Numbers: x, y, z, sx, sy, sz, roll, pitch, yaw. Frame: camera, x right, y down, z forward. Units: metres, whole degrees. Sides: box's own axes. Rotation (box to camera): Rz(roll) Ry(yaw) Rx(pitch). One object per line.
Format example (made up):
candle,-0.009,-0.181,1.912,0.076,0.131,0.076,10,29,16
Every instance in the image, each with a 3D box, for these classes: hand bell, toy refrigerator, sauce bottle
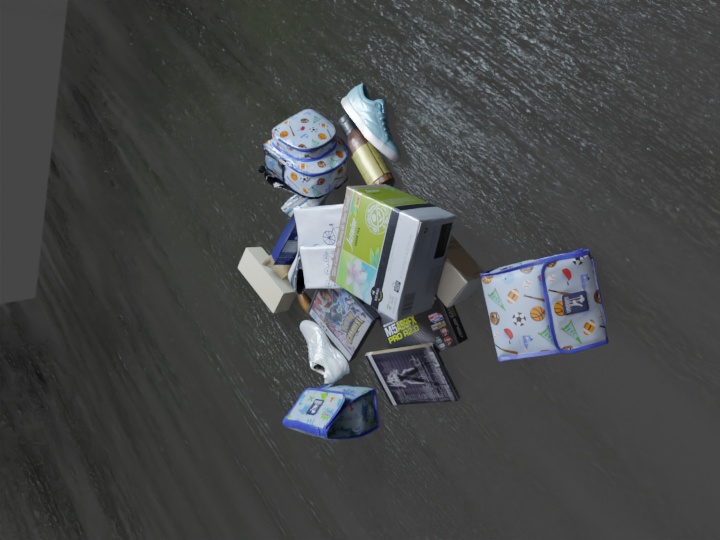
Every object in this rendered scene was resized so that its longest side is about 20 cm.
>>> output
hand bell,-0.179,0.039,1.492,0.103,0.103,0.203,-34,87,41
toy refrigerator,-0.271,0.025,1.573,0.200,0.069,0.077,46,119,26
sauce bottle,0.011,-0.274,1.252,0.066,0.065,0.204,-41,68,39

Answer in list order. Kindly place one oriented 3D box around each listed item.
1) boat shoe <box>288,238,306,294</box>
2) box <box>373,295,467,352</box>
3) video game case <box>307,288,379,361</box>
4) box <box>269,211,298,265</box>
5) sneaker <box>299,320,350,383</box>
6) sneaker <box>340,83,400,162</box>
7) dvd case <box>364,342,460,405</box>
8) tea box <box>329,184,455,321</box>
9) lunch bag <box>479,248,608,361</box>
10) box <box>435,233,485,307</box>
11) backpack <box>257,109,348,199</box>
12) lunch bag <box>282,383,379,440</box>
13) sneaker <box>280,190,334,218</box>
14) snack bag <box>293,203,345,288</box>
boat shoe,-0.136,-0.025,1.383,0.203,0.070,0.069,-62,37,32
box,0.131,0.116,1.225,0.198,0.044,0.165,-30,79,43
video game case,-0.049,0.109,1.360,0.181,0.025,0.202,47,140,17
box,-0.145,-0.093,1.392,0.201,0.118,0.033,-54,54,35
sneaker,-0.113,0.215,1.440,0.200,0.079,0.072,46,155,29
sneaker,0.037,-0.339,1.209,0.082,0.074,0.202,-42,78,20
dvd case,0.117,0.243,1.238,0.196,0.016,0.152,-15,110,39
tea box,0.060,-0.044,1.075,0.194,0.131,0.206,28,116,36
lunch bag,0.334,0.063,0.976,0.195,0.123,0.176,-12,91,29
box,0.164,-0.029,1.134,0.201,0.093,0.079,51,127,22
backpack,-0.119,-0.274,1.281,0.189,0.199,0.156,40,152,17
lunch bag,-0.075,0.365,1.363,0.167,0.197,0.132,-5,96,43
sneaker,-0.113,-0.180,1.395,0.196,0.076,0.087,-23,115,36
snack bag,-0.073,-0.057,1.268,0.183,0.021,0.207,0,104,31
